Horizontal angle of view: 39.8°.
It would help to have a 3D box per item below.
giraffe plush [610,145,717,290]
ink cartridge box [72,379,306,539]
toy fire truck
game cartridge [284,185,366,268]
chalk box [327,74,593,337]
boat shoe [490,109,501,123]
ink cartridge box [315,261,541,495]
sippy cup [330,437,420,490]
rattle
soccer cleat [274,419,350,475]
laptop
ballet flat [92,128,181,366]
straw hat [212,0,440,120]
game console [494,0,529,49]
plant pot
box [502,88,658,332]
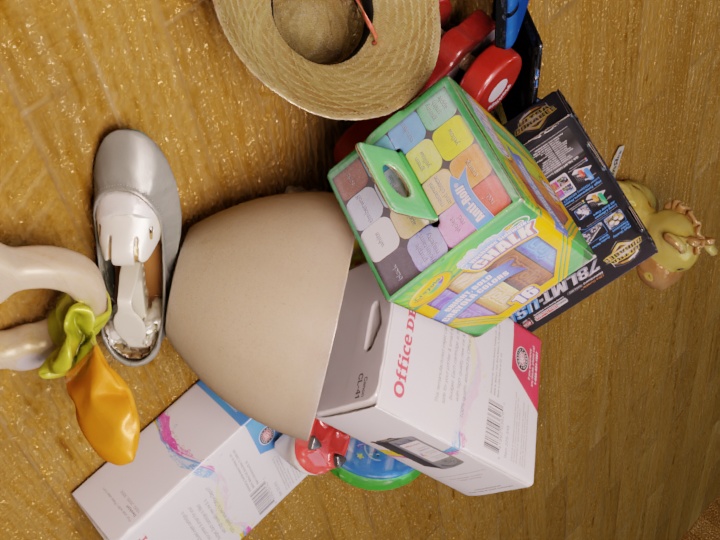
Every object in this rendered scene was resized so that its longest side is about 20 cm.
[{"bbox_3d":[0.393,-0.046,1.351,0.171,0.161,0.203,-30,139,-31],"label":"giraffe plush"},{"bbox_3d":[-0.156,0.204,0.956,0.200,0.084,0.146,-42,143,-21],"label":"ink cartridge box"},{"bbox_3d":[0.057,-0.146,0.921,0.200,0.112,0.168,-46,163,-12],"label":"toy fire truck"},{"bbox_3d":[0.000,0.000,0.956,0.197,0.041,0.135,9,117,-27],"label":"game cartridge"},{"bbox_3d":[0.067,-0.048,0.745,0.123,0.126,0.199,-36,152,18],"label":"chalk box"},{"bbox_3d":[0.129,-0.079,1.020,0.065,0.204,0.074,-14,170,5],"label":"boat shoe"},{"bbox_3d":[0.067,0.094,0.877,0.198,0.085,0.150,31,55,-32],"label":"ink cartridge box"},{"bbox_3d":[0.022,0.140,1.061,0.176,0.140,0.132,-22,142,-31],"label":"sippy cup"},{"bbox_3d":[-0.246,0.051,0.664,0.128,0.146,0.200,-13,156,13],"label":"rattle"},{"bbox_3d":[-0.013,0.099,0.935,0.068,0.085,0.202,41,66,-26],"label":"soccer cleat"},{"bbox_3d":[0.189,-0.177,0.962,0.101,0.179,0.203,-4,132,-3],"label":"laptop"},{"bbox_3d":[-0.173,-0.009,0.765,0.064,0.066,0.203,-85,-179,-52],"label":"ballet flat"},{"bbox_3d":[-0.035,-0.193,0.763,0.200,0.203,0.085,-32,-179,-30],"label":"straw hat"},{"bbox_3d":[0.097,-0.315,0.804,0.171,0.116,0.203,71,37,-70],"label":"game console"},{"bbox_3d":[-0.084,0.024,0.816,0.200,0.132,0.204,-166,-90,-87],"label":"plant pot"},{"bbox_3d":[0.149,-0.035,0.925,0.198,0.050,0.198,-34,128,16],"label":"box"}]
